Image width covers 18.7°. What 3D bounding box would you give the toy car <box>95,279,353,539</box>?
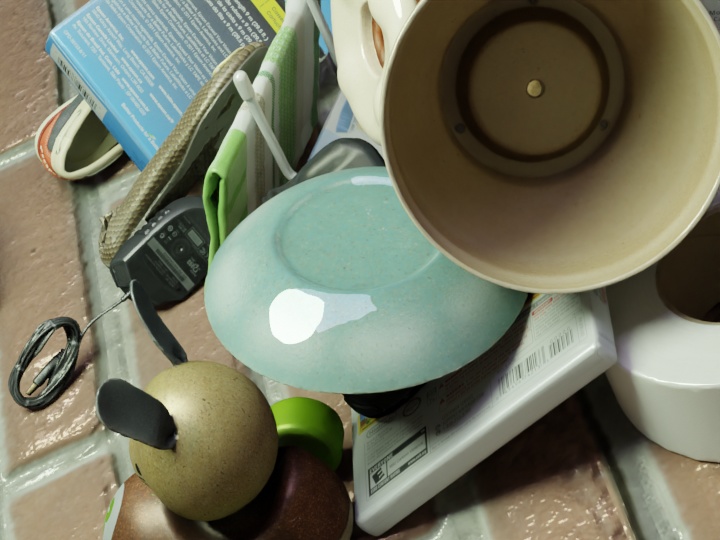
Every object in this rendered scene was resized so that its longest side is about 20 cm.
[{"bbox_3d":[-0.106,0.110,1.290,0.157,0.201,0.165,-14,40,18],"label":"toy car"}]

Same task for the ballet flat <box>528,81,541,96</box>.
[{"bbox_3d":[0.104,-0.078,1.422,0.073,0.068,0.200,-61,9,-23],"label":"ballet flat"}]

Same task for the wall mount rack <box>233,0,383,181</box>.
[{"bbox_3d":[-0.009,-0.111,1.513,0.075,0.173,0.201,-44,18,49],"label":"wall mount rack"}]

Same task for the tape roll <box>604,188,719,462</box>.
[{"bbox_3d":[0.234,0.017,1.293,0.201,0.071,0.203,-17,39,14],"label":"tape roll"}]

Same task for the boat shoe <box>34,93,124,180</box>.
[{"bbox_3d":[-0.172,-0.146,1.720,0.200,0.071,0.063,-43,22,-8],"label":"boat shoe"}]

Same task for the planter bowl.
[{"bbox_3d":[0.107,-0.100,1.269,0.199,0.201,0.135,-26,13,4],"label":"planter bowl"}]

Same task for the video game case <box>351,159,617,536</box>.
[{"bbox_3d":[0.069,0.044,1.342,0.200,0.023,0.183,-40,32,27],"label":"video game case"}]

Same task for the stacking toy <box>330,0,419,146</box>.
[{"bbox_3d":[0.089,-0.164,1.437,0.199,0.147,0.146,-10,35,-16],"label":"stacking toy"}]

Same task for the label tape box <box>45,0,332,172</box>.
[{"bbox_3d":[-0.119,-0.177,1.669,0.200,0.144,0.066,-39,1,-16],"label":"label tape box"}]

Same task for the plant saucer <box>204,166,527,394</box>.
[{"bbox_3d":[0.002,-0.009,1.311,0.200,0.039,0.202,-5,41,4],"label":"plant saucer"}]

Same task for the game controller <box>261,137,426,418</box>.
[{"bbox_3d":[0.000,0.000,1.388,0.104,0.042,0.200,-37,49,6],"label":"game controller"}]

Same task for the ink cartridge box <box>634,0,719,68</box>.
[{"bbox_3d":[0.212,-0.199,1.383,0.083,0.176,0.201,-3,39,8],"label":"ink cartridge box"}]

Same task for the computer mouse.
[{"bbox_3d":[-0.176,0.021,1.558,0.200,0.059,0.034,-42,29,-10],"label":"computer mouse"}]

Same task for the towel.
[{"bbox_3d":[-0.072,-0.093,1.547,0.031,0.150,0.201,15,50,11],"label":"towel"}]

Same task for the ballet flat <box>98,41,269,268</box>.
[{"bbox_3d":[-0.131,-0.086,1.592,0.046,0.067,0.201,37,99,27],"label":"ballet flat"}]
